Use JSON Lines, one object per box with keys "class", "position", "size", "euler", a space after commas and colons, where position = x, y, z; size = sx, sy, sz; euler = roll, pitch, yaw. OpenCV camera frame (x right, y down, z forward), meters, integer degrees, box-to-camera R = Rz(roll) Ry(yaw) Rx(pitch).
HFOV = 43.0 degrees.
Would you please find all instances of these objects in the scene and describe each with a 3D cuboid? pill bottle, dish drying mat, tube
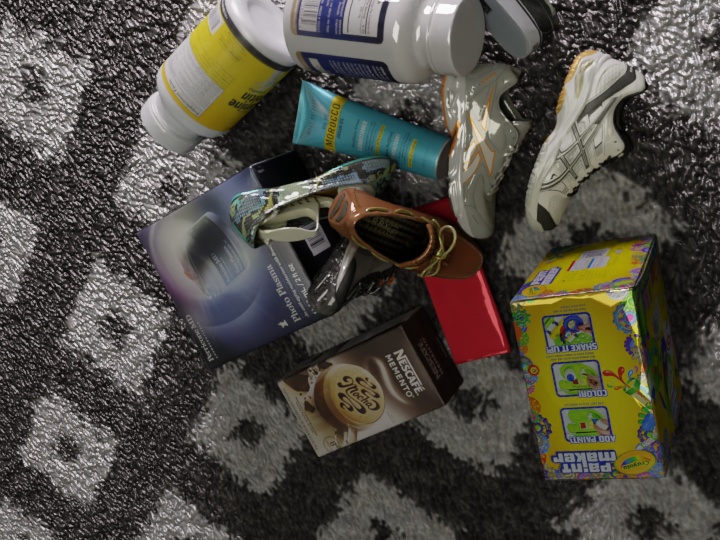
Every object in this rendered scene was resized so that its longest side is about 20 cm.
{"class": "pill bottle", "position": [0.026, -0.259, 0.977], "size": [0.199, 0.111, 0.111], "euler": [15, 112, 30]}
{"class": "pill bottle", "position": [-0.171, -0.231, 1.088], "size": [0.200, 0.112, 0.112], "euler": [-38, 89, 29]}
{"class": "dish drying mat", "position": [0.115, 0.012, 1.094], "size": [0.077, 0.018, 0.201], "euler": [-16, 100, 26]}
{"class": "tube", "position": [0.011, -0.160, 1.073], "size": [0.199, 0.050, 0.078], "euler": [21, 108, 21]}

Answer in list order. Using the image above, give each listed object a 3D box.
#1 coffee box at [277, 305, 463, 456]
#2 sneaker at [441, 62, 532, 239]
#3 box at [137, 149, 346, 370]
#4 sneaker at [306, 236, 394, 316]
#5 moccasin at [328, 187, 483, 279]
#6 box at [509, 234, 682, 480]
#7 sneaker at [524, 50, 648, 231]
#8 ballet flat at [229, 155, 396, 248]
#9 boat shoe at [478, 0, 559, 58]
{"class": "coffee box", "position": [0.012, 0.140, 1.144], "size": [0.200, 0.080, 0.113], "euler": [-28, 93, 28]}
{"class": "sneaker", "position": [0.144, -0.131, 1.006], "size": [0.092, 0.076, 0.201], "euler": [-1, 107, 19]}
{"class": "box", "position": [-0.136, -0.011, 1.139], "size": [0.198, 0.123, 0.200], "euler": [-26, 94, 29]}
{"class": "sneaker", "position": [0.000, 0.000, 1.041], "size": [0.079, 0.200, 0.074], "euler": [41, 119, -3]}
{"class": "moccasin", "position": [0.060, -0.033, 1.000], "size": [0.074, 0.201, 0.078], "euler": [-55, 37, 10]}
{"class": "box", "position": [0.254, 0.085, 0.953], "size": [0.122, 0.200, 0.193], "euler": [-8, 102, 26]}
{"class": "sneaker", "position": [0.238, -0.125, 0.963], "size": [0.087, 0.076, 0.201], "euler": [23, 115, 16]}
{"class": "ballet flat", "position": [-0.044, -0.070, 1.018], "size": [0.199, 0.074, 0.074], "euler": [-18, 101, -10]}
{"class": "boat shoe", "position": [0.133, -0.317, 0.941], "size": [0.068, 0.074, 0.199], "euler": [-44, 97, -16]}
